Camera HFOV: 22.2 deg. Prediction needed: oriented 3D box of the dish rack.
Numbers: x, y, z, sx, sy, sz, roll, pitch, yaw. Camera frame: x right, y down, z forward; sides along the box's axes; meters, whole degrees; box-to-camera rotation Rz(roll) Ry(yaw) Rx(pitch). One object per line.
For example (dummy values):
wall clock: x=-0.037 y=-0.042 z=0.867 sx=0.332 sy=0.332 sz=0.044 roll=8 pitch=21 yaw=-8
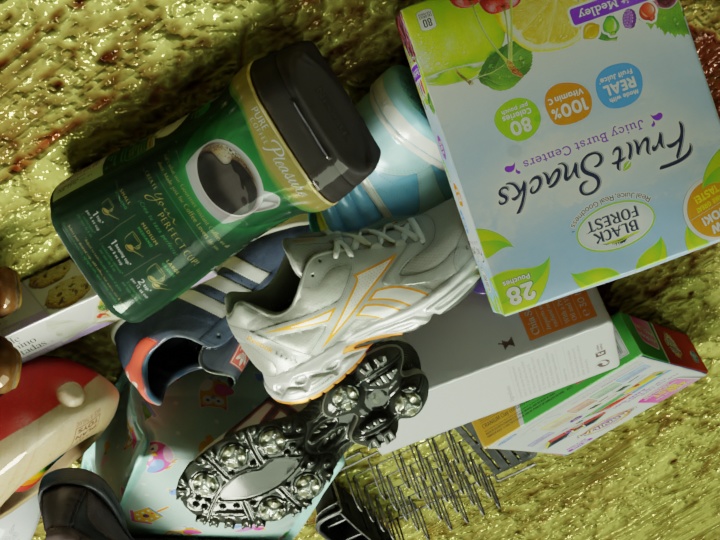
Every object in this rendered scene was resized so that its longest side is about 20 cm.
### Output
dish rack: x=0.065 y=0.189 z=1.633 sx=0.199 sy=0.055 sz=0.153 roll=-27 pitch=146 yaw=10

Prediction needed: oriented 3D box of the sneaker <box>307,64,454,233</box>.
sneaker: x=0.039 y=-0.051 z=1.265 sx=0.130 sy=0.080 sz=0.200 roll=-37 pitch=133 yaw=21

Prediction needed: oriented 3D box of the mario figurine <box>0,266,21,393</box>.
mario figurine: x=-0.315 y=0.043 z=1.177 sx=0.199 sy=0.124 sz=0.106 roll=-2 pitch=146 yaw=-24

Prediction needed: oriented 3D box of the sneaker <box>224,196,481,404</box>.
sneaker: x=0.000 y=0.000 z=1.198 sx=0.200 sy=0.076 sz=0.092 roll=-37 pitch=113 yaw=5

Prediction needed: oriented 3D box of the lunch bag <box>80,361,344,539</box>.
lunch bag: x=-0.124 y=0.159 z=1.432 sx=0.169 sy=0.122 sz=0.200 roll=5 pitch=140 yaw=-23

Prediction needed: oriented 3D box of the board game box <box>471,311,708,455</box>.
board game box: x=0.192 y=0.099 z=1.534 sx=0.153 sy=0.040 sz=0.200 roll=-33 pitch=161 yaw=18

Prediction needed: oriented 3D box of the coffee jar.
coffee jar: x=-0.090 y=-0.058 z=1.164 sx=0.199 sy=0.085 sz=0.105 roll=-30 pitch=100 yaw=15

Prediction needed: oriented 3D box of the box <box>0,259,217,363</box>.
box: x=-0.197 y=0.019 z=1.274 sx=0.199 sy=0.042 sz=0.039 roll=-23 pitch=146 yaw=7

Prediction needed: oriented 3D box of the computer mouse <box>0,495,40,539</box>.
computer mouse: x=-0.332 y=0.243 z=1.516 sx=0.109 sy=0.044 sz=0.200 roll=18 pitch=131 yaw=-41

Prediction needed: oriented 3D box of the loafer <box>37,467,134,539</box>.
loafer: x=-0.185 y=0.227 z=1.354 sx=0.072 sy=0.063 sz=0.200 roll=-13 pitch=133 yaw=15

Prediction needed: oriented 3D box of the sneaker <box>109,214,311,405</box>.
sneaker: x=-0.082 y=0.032 z=1.309 sx=0.199 sy=0.085 sz=0.075 roll=-29 pitch=145 yaw=13

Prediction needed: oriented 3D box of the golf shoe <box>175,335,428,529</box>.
golf shoe: x=-0.042 y=0.114 z=1.319 sx=0.199 sy=0.088 sz=0.077 roll=-31 pitch=112 yaw=5

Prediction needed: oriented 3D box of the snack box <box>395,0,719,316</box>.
snack box: x=0.132 y=-0.092 z=1.145 sx=0.168 sy=0.201 sz=0.068 roll=-20 pitch=-177 yaw=-1

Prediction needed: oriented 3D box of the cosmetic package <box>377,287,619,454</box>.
cosmetic package: x=0.087 y=0.052 z=1.410 sx=0.199 sy=0.102 sz=0.071 roll=-21 pitch=146 yaw=1

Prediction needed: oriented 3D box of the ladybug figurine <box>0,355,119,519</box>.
ladybug figurine: x=-0.248 y=0.120 z=1.335 sx=0.136 sy=0.072 sz=0.200 roll=-32 pitch=173 yaw=-44

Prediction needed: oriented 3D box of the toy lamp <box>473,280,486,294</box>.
toy lamp: x=0.047 y=0.006 z=1.328 sx=0.199 sy=0.058 sz=0.058 roll=-21 pitch=153 yaw=-37
